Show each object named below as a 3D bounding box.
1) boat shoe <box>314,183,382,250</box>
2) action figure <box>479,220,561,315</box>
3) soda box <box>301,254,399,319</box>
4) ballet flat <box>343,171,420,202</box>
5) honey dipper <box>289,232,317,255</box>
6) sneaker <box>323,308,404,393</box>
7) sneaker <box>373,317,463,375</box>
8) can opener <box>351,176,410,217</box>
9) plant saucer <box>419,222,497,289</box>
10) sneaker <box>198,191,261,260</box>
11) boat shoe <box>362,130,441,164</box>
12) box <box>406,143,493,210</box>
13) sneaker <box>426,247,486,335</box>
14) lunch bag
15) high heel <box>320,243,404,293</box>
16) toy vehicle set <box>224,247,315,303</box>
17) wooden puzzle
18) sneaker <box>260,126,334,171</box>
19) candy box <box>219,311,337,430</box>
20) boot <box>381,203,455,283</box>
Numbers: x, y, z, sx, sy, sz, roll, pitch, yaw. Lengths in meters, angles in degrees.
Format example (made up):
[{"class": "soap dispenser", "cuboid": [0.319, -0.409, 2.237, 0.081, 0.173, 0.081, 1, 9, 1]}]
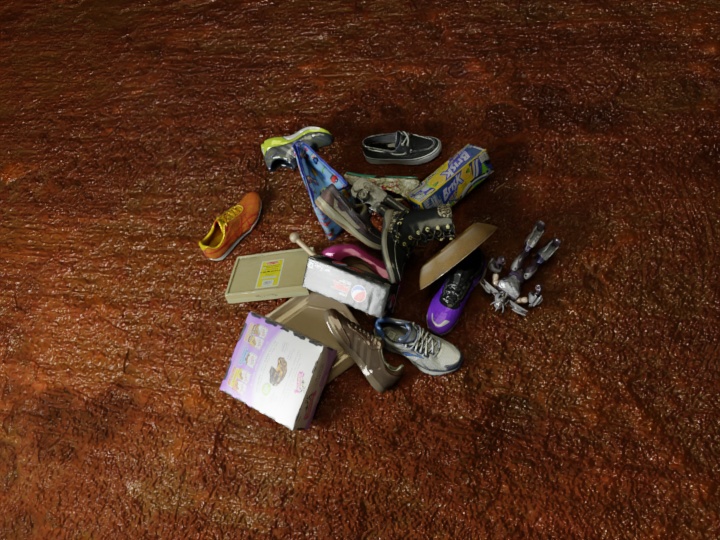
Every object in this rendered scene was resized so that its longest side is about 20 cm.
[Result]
[{"class": "boat shoe", "cuboid": [-0.007, -0.114, 1.162, 0.065, 0.198, 0.072, -50, 28, 13]}, {"class": "action figure", "cuboid": [0.329, 0.001, 1.111, 0.129, 0.069, 0.202, 38, 79, 1]}, {"class": "soda box", "cuboid": [-0.021, 0.031, 1.123, 0.196, 0.063, 0.073, 21, 105, 23]}, {"class": "ballet flat", "cuboid": [0.047, -0.196, 1.283, 0.195, 0.075, 0.066, 9, 99, 22]}, {"class": "honey dipper", "cuboid": [-0.084, -0.013, 1.199, 0.199, 0.038, 0.038, 42, 77, 6]}, {"class": "sneaker", "cuboid": [0.009, 0.145, 1.088, 0.075, 0.070, 0.201, -38, 91, 6]}, {"class": "sneaker", "cuboid": [0.110, 0.147, 1.084, 0.195, 0.086, 0.079, 17, 68, 19]}, {"class": "can opener", "cuboid": [0.062, -0.140, 1.250, 0.198, 0.067, 0.054, 36, 79, 4]}, {"class": "plant saucer", "cuboid": [0.188, -0.038, 1.096, 0.199, 0.200, 0.036, -39, 88, -8]}, {"class": "sneaker", "cuboid": [-0.310, -0.115, 1.316, 0.072, 0.078, 0.202, 25, 70, 24]}, {"class": "boat shoe", "cuboid": [0.100, -0.307, 1.322, 0.194, 0.068, 0.074, 1, 64, 13]}, {"class": "box", "cuboid": [0.205, -0.200, 1.235, 0.199, 0.065, 0.070, -39, 34, -9]}, {"class": "sneaker", "cuboid": [0.195, 0.032, 1.110, 0.068, 0.100, 0.202, 28, 71, 19]}, {"class": "lunch bag", "cuboid": [-0.093, -0.202, 1.266, 0.093, 0.151, 0.202, -30, 61, -4]}, {"class": "high heel", "cuboid": [0.000, 0.000, 1.189, 0.194, 0.068, 0.098, 5, 54, 11]}, {"class": "toy vehicle set", "cuboid": [-0.202, 0.010, 1.229, 0.194, 0.027, 0.126, -6, 44, 13]}, {"class": "wooden puzzle", "cuboid": [-0.096, 0.141, 1.166, 0.183, 0.037, 0.202, -34, 66, -6]}, {"class": "sneaker", "cuboid": [-0.158, -0.305, 1.387, 0.195, 0.074, 0.083, -14, 70, 12]}, {"class": "candy box", "cuboid": [-0.166, 0.201, 1.095, 0.196, 0.071, 0.172, 20, 85, 27]}, {"class": "boot", "cuboid": [0.121, -0.066, 1.117, 0.149, 0.075, 0.207, -8, 41, 12]}]
